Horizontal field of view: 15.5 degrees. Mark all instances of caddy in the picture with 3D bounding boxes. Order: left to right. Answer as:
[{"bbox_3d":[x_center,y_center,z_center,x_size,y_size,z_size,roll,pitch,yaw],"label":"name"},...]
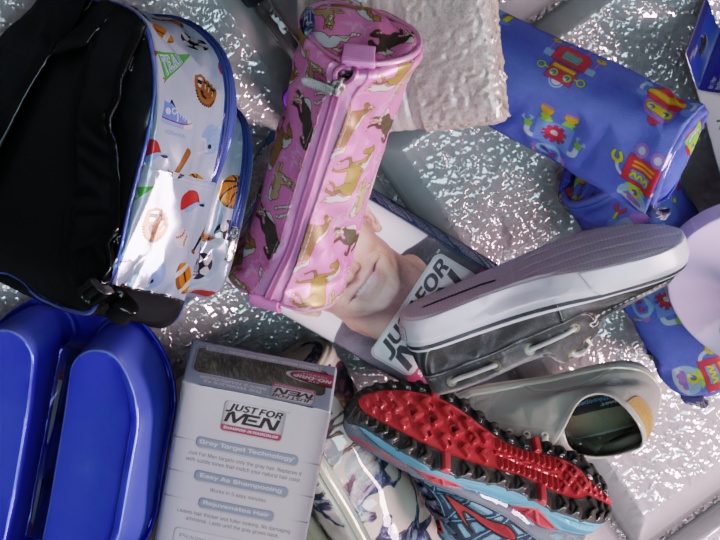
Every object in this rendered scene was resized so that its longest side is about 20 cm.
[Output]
[{"bbox_3d":[-0.200,0.115,1.741,0.141,0.105,0.201,12,99,9],"label":"caddy"}]

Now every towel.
[{"bbox_3d":[0.023,-0.185,1.683,0.132,0.034,0.201,-5,94,21],"label":"towel"}]

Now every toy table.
[{"bbox_3d":[0.306,0.037,1.748,0.199,0.117,0.184,4,116,-12],"label":"toy table"}]

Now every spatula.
[{"bbox_3d":[-0.057,-0.163,1.731,0.056,0.021,0.200,-38,114,-6],"label":"spatula"}]

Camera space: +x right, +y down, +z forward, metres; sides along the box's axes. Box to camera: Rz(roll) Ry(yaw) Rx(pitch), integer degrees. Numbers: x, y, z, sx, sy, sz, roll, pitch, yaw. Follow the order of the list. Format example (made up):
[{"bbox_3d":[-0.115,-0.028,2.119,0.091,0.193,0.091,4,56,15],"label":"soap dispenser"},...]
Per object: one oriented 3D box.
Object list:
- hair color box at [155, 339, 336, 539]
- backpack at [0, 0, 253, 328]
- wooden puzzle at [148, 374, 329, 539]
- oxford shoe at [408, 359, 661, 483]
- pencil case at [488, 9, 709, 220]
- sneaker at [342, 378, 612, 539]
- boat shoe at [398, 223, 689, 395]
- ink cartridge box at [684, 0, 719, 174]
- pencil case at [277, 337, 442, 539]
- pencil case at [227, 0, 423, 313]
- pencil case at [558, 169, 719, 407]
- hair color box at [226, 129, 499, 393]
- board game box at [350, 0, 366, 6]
[{"bbox_3d":[-0.081,0.153,1.753,0.099,0.061,0.201,11,118,-1],"label":"hair color box"},{"bbox_3d":[-0.155,-0.073,1.651,0.154,0.200,0.191,1,104,-49],"label":"backpack"},{"bbox_3d":[-0.131,0.191,1.838,0.185,0.037,0.200,-33,111,-2],"label":"wooden puzzle"},{"bbox_3d":[0.114,0.116,1.843,0.199,0.058,0.075,-17,122,14],"label":"oxford shoe"},{"bbox_3d":[0.129,-0.108,1.726,0.200,0.078,0.087,27,143,14],"label":"pencil case"},{"bbox_3d":[0.067,0.149,1.785,0.200,0.079,0.096,27,124,-15],"label":"sneaker"},{"bbox_3d":[0.127,0.026,1.753,0.199,0.072,0.071,-18,110,12],"label":"boat shoe"},{"bbox_3d":[0.271,-0.084,1.814,0.039,0.100,0.201,-10,117,23],"label":"ink cartridge box"},{"bbox_3d":[-0.011,0.140,1.820,0.078,0.090,0.200,-27,114,8],"label":"pencil case"},{"bbox_3d":[-0.024,-0.069,1.653,0.086,0.083,0.200,-8,130,-36],"label":"pencil case"},{"bbox_3d":[0.208,-0.003,1.831,0.087,0.078,0.200,-19,120,26],"label":"pencil case"},{"bbox_3d":[0.000,0.000,1.788,0.200,0.061,0.100,30,99,-23],"label":"hair color box"},{"bbox_3d":[-0.059,-0.265,1.645,0.200,0.035,0.127,27,102,1],"label":"board game box"}]
